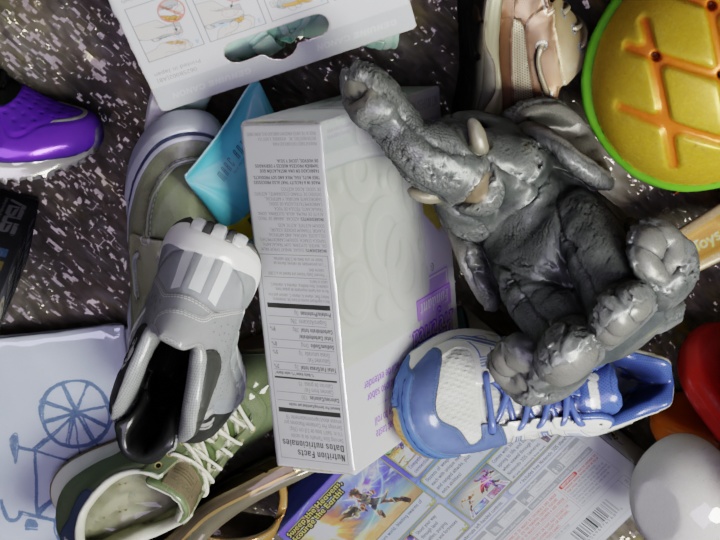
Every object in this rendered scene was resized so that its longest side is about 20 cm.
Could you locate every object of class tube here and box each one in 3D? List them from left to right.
[{"bbox_3d":[-0.044,-0.018,0.927,0.050,0.078,0.201,7,143,33],"label":"tube"}]

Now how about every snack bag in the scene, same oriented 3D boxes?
[{"bbox_3d":[-0.244,0.128,1.031,0.198,0.021,0.190,-5,115,-3],"label":"snack bag"}]

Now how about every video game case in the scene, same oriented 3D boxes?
[{"bbox_3d":[0.072,0.153,1.043,0.181,0.046,0.200,38,107,-17],"label":"video game case"}]

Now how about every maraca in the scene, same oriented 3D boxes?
[{"bbox_3d":[0.218,-0.134,0.874,0.200,0.107,0.137,-43,100,15],"label":"maraca"}]

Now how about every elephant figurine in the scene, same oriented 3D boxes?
[{"bbox_3d":[0.091,-0.038,0.860,0.141,0.155,0.200,-34,74,-17],"label":"elephant figurine"}]

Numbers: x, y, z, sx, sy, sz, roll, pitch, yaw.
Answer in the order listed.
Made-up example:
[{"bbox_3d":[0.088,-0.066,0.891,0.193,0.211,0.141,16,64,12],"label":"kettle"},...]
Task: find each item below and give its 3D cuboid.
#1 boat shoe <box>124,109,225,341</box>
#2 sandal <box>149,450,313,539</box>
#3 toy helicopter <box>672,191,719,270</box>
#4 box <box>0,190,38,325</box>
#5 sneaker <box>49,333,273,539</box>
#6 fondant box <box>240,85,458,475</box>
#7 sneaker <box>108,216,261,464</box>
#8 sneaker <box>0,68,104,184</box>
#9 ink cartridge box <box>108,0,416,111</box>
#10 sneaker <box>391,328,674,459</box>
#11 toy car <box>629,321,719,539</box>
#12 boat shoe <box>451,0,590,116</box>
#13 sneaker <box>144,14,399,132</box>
[{"bbox_3d":[-0.108,-0.005,0.928,0.071,0.062,0.201,-3,134,-14],"label":"boat shoe"},{"bbox_3d":[-0.095,0.178,1.020,0.199,0.080,0.054,-37,94,6],"label":"sandal"},{"bbox_3d":[0.232,-0.040,0.945,0.199,0.079,0.133,-28,90,-2],"label":"toy helicopter"},{"bbox_3d":[-0.282,-0.001,0.879,0.160,0.200,0.049,14,114,-8],"label":"box"},{"bbox_3d":[-0.111,0.125,0.986,0.199,0.090,0.067,-33,117,2],"label":"sneaker"},{"bbox_3d":[0.000,0.000,0.898,0.058,0.144,0.202,3,105,30],"label":"fondant box"},{"bbox_3d":[-0.110,0.069,0.856,0.074,0.116,0.201,17,143,3],"label":"sneaker"},{"bbox_3d":[-0.251,-0.113,0.903,0.198,0.070,0.100,6,111,-5],"label":"sneaker"},{"bbox_3d":[-0.071,-0.196,0.811,0.161,0.057,0.201,-17,139,5],"label":"ink cartridge box"},{"bbox_3d":[0.108,0.067,0.911,0.199,0.088,0.076,-7,90,-42],"label":"sneaker"},{"bbox_3d":[0.267,0.094,0.961,0.174,0.199,0.151,-8,81,-38],"label":"toy car"},{"bbox_3d":[0.097,-0.136,0.910,0.073,0.076,0.202,-1,122,-7],"label":"boat shoe"},{"bbox_3d":[-0.044,-0.135,0.895,0.118,0.074,0.201,29,107,-7],"label":"sneaker"}]
